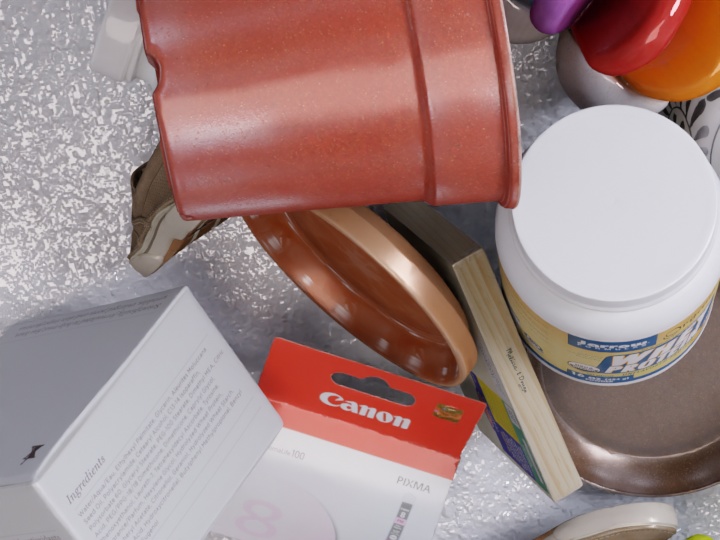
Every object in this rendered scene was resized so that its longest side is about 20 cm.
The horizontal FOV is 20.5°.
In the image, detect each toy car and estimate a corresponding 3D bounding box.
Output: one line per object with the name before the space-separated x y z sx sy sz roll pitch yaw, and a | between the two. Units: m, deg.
toy car | 0.152 -0.182 1.208 0.200 0.150 0.175 38 117 -2

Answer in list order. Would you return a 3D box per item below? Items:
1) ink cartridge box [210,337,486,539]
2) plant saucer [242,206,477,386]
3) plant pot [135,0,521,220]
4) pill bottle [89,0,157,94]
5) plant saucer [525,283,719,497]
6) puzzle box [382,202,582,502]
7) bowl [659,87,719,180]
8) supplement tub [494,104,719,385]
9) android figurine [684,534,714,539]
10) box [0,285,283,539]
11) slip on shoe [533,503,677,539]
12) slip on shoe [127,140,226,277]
ink cartridge box | -0.014 0.145 1.441 0.162 0.057 0.200 17 144 -4
plant saucer | 0.000 0.000 1.330 0.032 0.200 0.200 -48 110 -15
plant pot | -0.022 -0.117 1.146 0.195 0.201 0.201 -10 119 -3
pill bottle | -0.068 -0.135 1.287 0.199 0.111 0.111 20 119 -6
plant saucer | 0.210 0.072 1.423 0.200 0.032 0.201 3 120 5
puzzle box | 0.083 0.052 1.369 0.025 0.133 0.200 -29 116 -10
bowl | 0.285 -0.084 1.292 0.200 0.094 0.201 3 119 5
supplement tub | 0.159 -0.014 1.264 0.144 0.200 0.145 -2 75 6
android figurine | 0.190 0.258 1.447 0.182 0.200 0.041 -44 73 23
box | -0.197 0.132 1.364 0.199 0.200 0.131 -12 121 42
slip on shoe | 0.147 0.228 1.476 0.200 0.061 0.076 -23 155 20
slip on shoe | -0.124 -0.048 1.322 0.076 0.200 0.061 -37 90 -16
